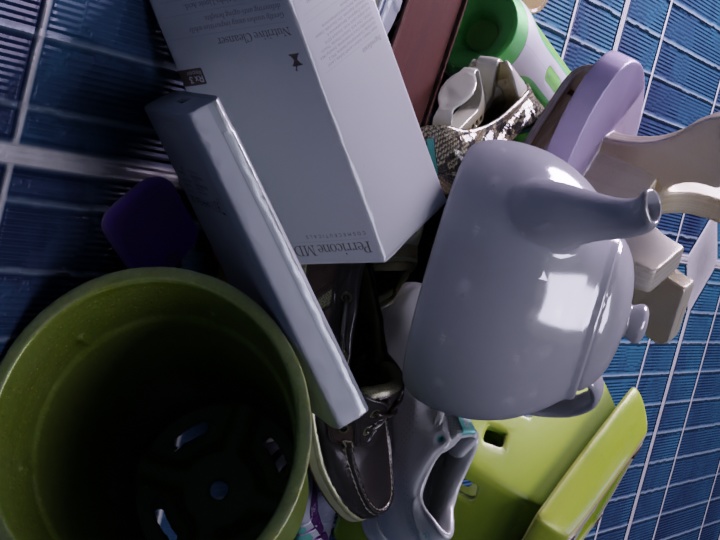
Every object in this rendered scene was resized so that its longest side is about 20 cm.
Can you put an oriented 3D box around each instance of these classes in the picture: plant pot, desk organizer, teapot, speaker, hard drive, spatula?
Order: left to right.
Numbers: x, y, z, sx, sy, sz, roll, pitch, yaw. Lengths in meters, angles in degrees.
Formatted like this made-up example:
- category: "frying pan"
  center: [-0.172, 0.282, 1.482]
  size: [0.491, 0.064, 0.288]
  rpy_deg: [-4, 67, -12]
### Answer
- category: "spatula"
  center: [-0.119, 0.017, 1.103]
  size: [0.057, 0.020, 0.201]
  rpy_deg: [-45, 146, -22]
- category: "plant pot"
  center: [-0.108, 0.123, 1.035]
  size: [0.190, 0.198, 0.202]
  rpy_deg: [60, 52, -69]
- category: "hard drive"
  center: [-0.065, -0.010, 0.999]
  size: [0.026, 0.132, 0.201]
  rpy_deg: [-29, 105, -12]
- category: "desk organizer"
  center: [0.009, -0.140, 1.200]
  size: [0.077, 0.071, 0.202]
  rpy_deg: [24, 84, -60]
- category: "plant pot"
  center: [0.115, 0.161, 1.390]
  size: [0.200, 0.181, 0.200]
  rpy_deg: [-44, 162, -39]
- category: "speaker"
  center: [0.126, -0.163, 1.388]
  size: [0.200, 0.088, 0.089]
  rpy_deg: [36, 74, -62]
- category: "teapot"
  center: [0.117, 0.019, 1.104]
  size: [0.200, 0.145, 0.199]
  rpy_deg: [-47, 153, -78]

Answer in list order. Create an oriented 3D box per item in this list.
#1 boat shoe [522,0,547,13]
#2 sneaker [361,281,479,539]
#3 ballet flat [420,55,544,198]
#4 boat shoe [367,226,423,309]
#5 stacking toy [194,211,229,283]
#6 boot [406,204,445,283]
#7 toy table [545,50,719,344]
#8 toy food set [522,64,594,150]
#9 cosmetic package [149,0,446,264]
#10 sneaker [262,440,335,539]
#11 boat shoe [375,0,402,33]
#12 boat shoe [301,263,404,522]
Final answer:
- category: "boat shoe"
  center: [0.121, -0.249, 1.350]
  size: [0.200, 0.064, 0.072]
  rpy_deg: [20, 87, -63]
- category: "sneaker"
  center: [0.054, 0.105, 1.227]
  size: [0.075, 0.088, 0.202]
  rpy_deg: [11, 75, -35]
- category: "ballet flat"
  center: [0.090, -0.117, 1.242]
  size: [0.200, 0.067, 0.076]
  rpy_deg: [-44, 127, -57]
- category: "boat shoe"
  center: [0.003, 0.000, 1.189]
  size: [0.201, 0.072, 0.064]
  rpy_deg: [130, -40, -66]
- category: "stacking toy"
  center: [-0.062, 0.006, 1.147]
  size: [0.086, 0.085, 0.201]
  rpy_deg: [-52, 142, -33]
- category: "boot"
  center: [0.088, -0.065, 1.375]
  size: [0.158, 0.079, 0.212]
  rpy_deg: [-45, 153, -31]
- category: "toy table"
  center: [0.201, -0.047, 1.219]
  size: [0.184, 0.116, 0.201]
  rpy_deg: [-41, 148, -39]
- category: "toy food set"
  center: [0.144, -0.051, 1.297]
  size: [0.201, 0.060, 0.144]
  rpy_deg: [-57, 168, -13]
- category: "cosmetic package"
  center: [-0.038, -0.107, 1.028]
  size: [0.081, 0.112, 0.202]
  rpy_deg: [-41, 118, -44]
- category: "sneaker"
  center: [-0.029, 0.168, 1.244]
  size: [0.087, 0.074, 0.201]
  rpy_deg: [-37, 160, -21]
- category: "boat shoe"
  center: [-0.023, -0.164, 1.128]
  size: [0.062, 0.071, 0.202]
  rpy_deg: [8, 100, -60]
- category: "boat shoe"
  center: [-0.004, 0.079, 1.117]
  size: [0.073, 0.064, 0.202]
  rpy_deg: [-48, 129, -53]
